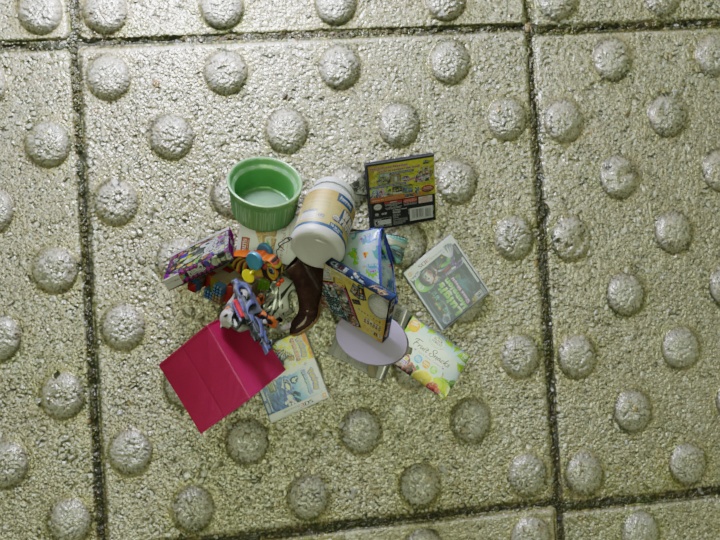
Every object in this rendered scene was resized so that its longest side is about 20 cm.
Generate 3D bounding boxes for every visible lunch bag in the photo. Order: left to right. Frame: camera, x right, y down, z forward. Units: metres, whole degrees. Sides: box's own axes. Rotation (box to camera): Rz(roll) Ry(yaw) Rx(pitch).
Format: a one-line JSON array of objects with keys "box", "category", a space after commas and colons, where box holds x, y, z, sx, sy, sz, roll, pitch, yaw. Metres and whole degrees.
[{"box": [0.000, 0.000, 1.435, 0.165, 0.127, 0.208, -9, 90, 24], "category": "lunch bag"}]

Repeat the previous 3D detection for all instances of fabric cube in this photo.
[{"box": [-0.347, 0.247, 1.371, 0.198, 0.196, 0.202, -35, 89, 21], "category": "fabric cube"}]

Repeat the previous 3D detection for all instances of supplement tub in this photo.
[{"box": [-0.090, -0.126, 1.390, 0.140, 0.146, 0.204, 17, 53, -4], "category": "supplement tub"}]

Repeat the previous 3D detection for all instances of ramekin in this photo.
[{"box": [-0.252, -0.197, 1.418, 0.193, 0.099, 0.204, 7, 47, -7], "category": "ramekin"}]

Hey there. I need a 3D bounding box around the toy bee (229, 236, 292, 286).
[{"box": [-0.244, -0.007, 1.362, 0.130, 0.197, 0.112, -34, 113, -33], "category": "toy bee"}]

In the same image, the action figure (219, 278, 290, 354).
[{"box": [-0.264, 0.130, 1.330, 0.104, 0.191, 0.204, -39, 64, 29], "category": "action figure"}]

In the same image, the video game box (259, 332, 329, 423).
[{"box": [-0.200, 0.289, 1.490, 0.177, 0.047, 0.206, -22, 92, -6], "category": "video game box"}]

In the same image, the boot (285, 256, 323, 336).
[{"box": [-0.158, 0.055, 1.451, 0.201, 0.072, 0.168, -48, 123, -16], "category": "boot"}]

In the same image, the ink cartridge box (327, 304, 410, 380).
[{"box": [0.025, 0.174, 1.497, 0.172, 0.045, 0.205, 21, 84, 24], "category": "ink cartridge box"}]

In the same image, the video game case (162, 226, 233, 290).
[{"box": [-0.414, -0.035, 1.401, 0.177, 0.201, 0.037, -26, 114, -2], "category": "video game case"}]

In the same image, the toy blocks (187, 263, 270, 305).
[{"box": [-0.355, 0.036, 1.408, 0.195, 0.137, 0.102, 25, 119, 11], "category": "toy blocks"}]

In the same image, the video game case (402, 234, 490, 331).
[{"box": [0.244, 0.034, 1.532, 0.180, 0.023, 0.202, -36, 92, -3], "category": "video game case"}]

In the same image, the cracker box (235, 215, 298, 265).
[{"box": [-0.235, -0.091, 1.482, 0.193, 0.058, 0.139, 9, 89, -3], "category": "cracker box"}]

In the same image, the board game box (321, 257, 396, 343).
[{"box": [-0.009, 0.073, 1.322, 0.197, 0.034, 0.139, 29, 132, 24], "category": "board game box"}]

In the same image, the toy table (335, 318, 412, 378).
[{"box": [0.041, 0.184, 1.403, 0.196, 0.117, 0.188, 25, 86, 23], "category": "toy table"}]

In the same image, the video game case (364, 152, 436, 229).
[{"box": [0.112, -0.216, 1.481, 0.193, 0.026, 0.187, -10, 114, -9], "category": "video game case"}]

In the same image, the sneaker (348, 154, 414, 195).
[{"box": [0.061, -0.272, 1.502, 0.104, 0.060, 0.201, 42, 91, -7], "category": "sneaker"}]

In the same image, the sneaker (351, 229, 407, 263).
[{"box": [0.032, -0.063, 1.492, 0.193, 0.078, 0.090, 8, 93, -4], "category": "sneaker"}]

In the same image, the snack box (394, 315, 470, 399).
[{"box": [0.187, 0.241, 1.512, 0.197, 0.053, 0.145, 33, 87, -1], "category": "snack box"}]

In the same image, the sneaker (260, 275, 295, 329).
[{"box": [-0.233, 0.115, 1.473, 0.086, 0.074, 0.205, 25, 89, -2], "category": "sneaker"}]
